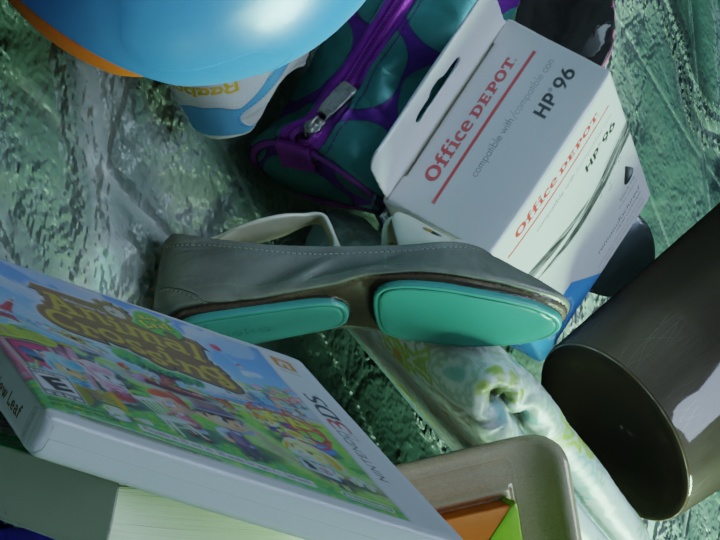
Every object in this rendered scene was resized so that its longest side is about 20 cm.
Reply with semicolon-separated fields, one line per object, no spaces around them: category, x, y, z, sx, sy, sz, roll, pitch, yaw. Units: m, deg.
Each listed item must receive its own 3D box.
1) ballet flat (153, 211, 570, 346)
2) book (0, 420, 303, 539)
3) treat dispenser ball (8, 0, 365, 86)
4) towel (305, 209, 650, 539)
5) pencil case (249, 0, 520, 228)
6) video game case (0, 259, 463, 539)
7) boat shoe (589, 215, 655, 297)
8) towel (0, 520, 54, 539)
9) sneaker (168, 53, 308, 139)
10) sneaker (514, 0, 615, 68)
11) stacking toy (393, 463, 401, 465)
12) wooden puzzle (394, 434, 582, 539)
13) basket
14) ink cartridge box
ballet flat;0.000;0.000;1.297;0.067;0.199;0.064;89;-1;-63
book;-0.102;0.092;1.146;0.200;0.133;0.048;11;92;-60
treat dispenser ball;-0.076;-0.180;1.177;0.201;0.200;0.202;20;67;-58
towel;0.063;0.067;1.423;0.048;0.171;0.200;-45;134;-6
pencil case;0.026;-0.124;1.390;0.201;0.085;0.092;-61;160;-8
video game case;-0.074;0.054;1.113;0.199;0.182;0.022;20;103;-31
boat shoe;0.071;-0.046;1.519;0.199;0.068;0.074;23;84;-19
towel;-0.134;0.206;1.095;0.148;0.049;0.201;22;65;-57
sneaker;-0.052;-0.151;1.358;0.200;0.076;0.081;-63;151;-42
sneaker;0.114;-0.074;1.627;0.086;0.080;0.201;82;25;-69
stacking toy;0.023;0.148;1.393;0.200;0.146;0.146;57;36;-12
wooden puzzle;0.019;0.188;1.298;0.037;0.199;0.186;-159;-121;-76
basket;0.208;0.039;1.494;0.200;0.136;0.181;-34;147;-27
ink cartridge box;0.080;-0.046;1.382;0.116;0.068;0.200;-57;157;-11
